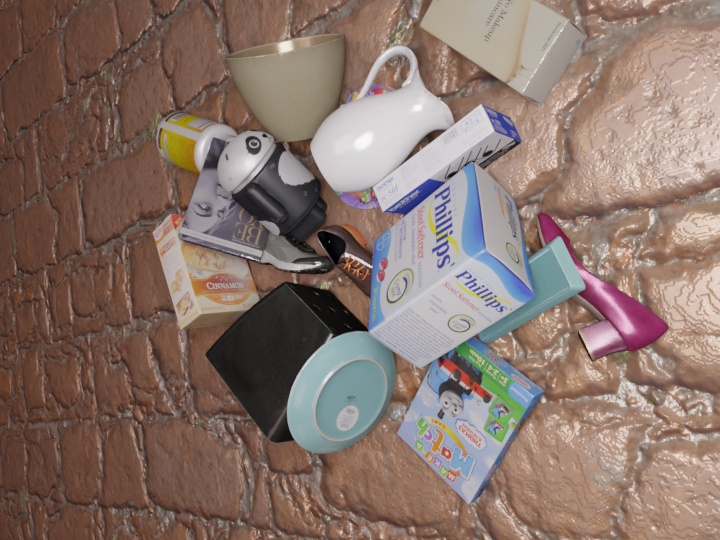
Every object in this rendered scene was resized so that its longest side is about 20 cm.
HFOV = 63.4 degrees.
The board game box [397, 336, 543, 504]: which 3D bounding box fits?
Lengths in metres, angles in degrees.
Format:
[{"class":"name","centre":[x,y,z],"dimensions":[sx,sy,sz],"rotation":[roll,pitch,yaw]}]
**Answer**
[{"class":"board game box","centre":[0.149,0.205,0.835],"dimensions":[0.151,0.036,0.203],"rotation":[38,119,32]}]

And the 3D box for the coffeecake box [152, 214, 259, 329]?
[{"class":"coffeecake box","centre":[-0.293,0.001,1.122],"dimensions":[0.073,0.152,0.203],"rotation":[-32,71,33]}]

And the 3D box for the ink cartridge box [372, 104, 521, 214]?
[{"class":"ink cartridge box","centre":[0.120,-0.149,0.826],"dimensions":[0.199,0.093,0.045],"rotation":[-33,72,34]}]

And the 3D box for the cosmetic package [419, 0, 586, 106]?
[{"class":"cosmetic package","centre":[0.186,-0.322,0.784],"dimensions":[0.200,0.072,0.104],"rotation":[45,117,30]}]

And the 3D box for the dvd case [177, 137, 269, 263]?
[{"class":"dvd case","centre":[-0.223,-0.128,1.043],"dimensions":[0.016,0.146,0.204],"rotation":[127,158,-71]}]

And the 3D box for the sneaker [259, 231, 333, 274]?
[{"class":"sneaker","centre":[-0.127,-0.039,1.042],"dimensions":[0.198,0.073,0.081],"rotation":[17,96,38]}]

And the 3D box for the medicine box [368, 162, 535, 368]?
[{"class":"medicine box","centre":[0.113,-0.007,0.773],"dimensions":[0.199,0.102,0.184],"rotation":[-39,29,33]}]

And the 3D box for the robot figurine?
[{"class":"robot figurine","centre":[-0.144,-0.142,0.979],"dimensions":[0.126,0.200,0.150],"rotation":[-55,24,-15]}]

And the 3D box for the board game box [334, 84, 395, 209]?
[{"class":"board game box","centre":[0.000,-0.206,0.954],"dimensions":[0.157,0.039,0.203],"rotation":[37,112,32]}]

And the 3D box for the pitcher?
[{"class":"pitcher","centre":[0.020,-0.222,0.857],"dimensions":[0.198,0.121,0.174],"rotation":[-30,66,12]}]

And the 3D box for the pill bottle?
[{"class":"pill bottle","centre":[-0.311,-0.245,1.162],"dimensions":[0.198,0.108,0.111],"rotation":[24,105,36]}]

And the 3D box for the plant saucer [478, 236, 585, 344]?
[{"class":"plant saucer","centre":[0.204,0.034,0.762],"dimensions":[0.200,0.019,0.071],"rotation":[-46,61,53]}]

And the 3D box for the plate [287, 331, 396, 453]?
[{"class":"plate","centre":[-0.018,0.189,0.875],"dimensions":[0.025,0.198,0.204],"rotation":[27,107,49]}]

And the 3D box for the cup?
[{"class":"cup","centre":[-0.112,-0.299,0.968],"dimensions":[0.198,0.199,0.146],"rotation":[13,124,37]}]

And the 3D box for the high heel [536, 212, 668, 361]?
[{"class":"high heel","centre":[0.292,0.006,0.725],"dimensions":[0.095,0.067,0.203],"rotation":[-23,74,12]}]

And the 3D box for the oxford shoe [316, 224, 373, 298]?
[{"class":"oxford shoe","centre":[0.000,0.000,0.937],"dimensions":[0.200,0.072,0.072],"rotation":[43,115,30]}]

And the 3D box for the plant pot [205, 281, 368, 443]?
[{"class":"plant pot","centre":[-0.093,0.134,0.952],"dimensions":[0.200,0.198,0.179],"rotation":[41,103,30]}]
